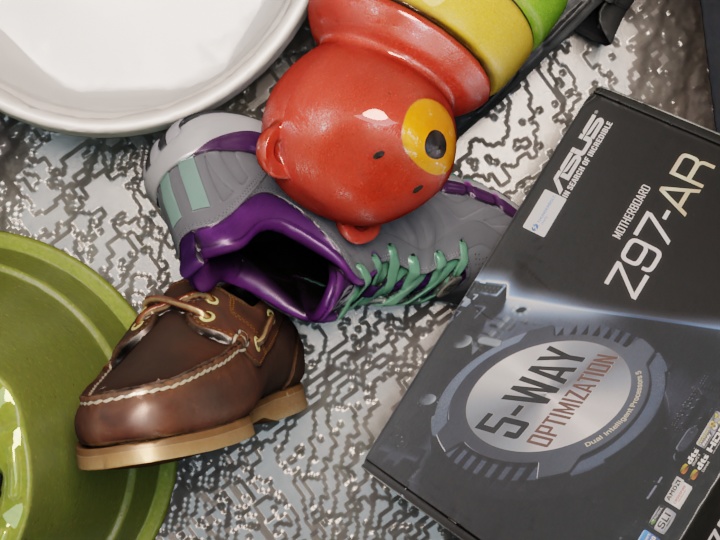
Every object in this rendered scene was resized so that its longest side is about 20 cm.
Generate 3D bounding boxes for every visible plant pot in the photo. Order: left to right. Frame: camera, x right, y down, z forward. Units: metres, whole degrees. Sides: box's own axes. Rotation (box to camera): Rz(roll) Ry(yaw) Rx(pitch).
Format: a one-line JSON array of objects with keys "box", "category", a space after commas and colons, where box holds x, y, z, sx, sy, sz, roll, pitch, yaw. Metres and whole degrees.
[{"box": [-0.184, 0.077, 0.779, 0.199, 0.190, 0.201, 0, 88, -1], "category": "plant pot"}]

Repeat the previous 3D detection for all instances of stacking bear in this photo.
[{"box": [0.029, -0.109, 0.751, 0.114, 0.121, 0.200, 17, 72, 40], "category": "stacking bear"}]

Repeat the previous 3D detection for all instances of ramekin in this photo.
[{"box": [-0.110, -0.157, 0.826, 0.199, 0.105, 0.201, 0, 89, -1], "category": "ramekin"}]

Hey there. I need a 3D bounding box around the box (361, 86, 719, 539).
[{"box": [0.112, 0.038, 0.770, 0.160, 0.044, 0.200, 31, 89, 45], "category": "box"}]

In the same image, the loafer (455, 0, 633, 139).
[{"box": [0.099, -0.137, 0.852, 0.200, 0.068, 0.070, -37, 110, -5], "category": "loafer"}]

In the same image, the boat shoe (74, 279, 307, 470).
[{"box": [-0.072, 0.039, 0.778, 0.070, 0.200, 0.071, -6, 93, 10], "category": "boat shoe"}]

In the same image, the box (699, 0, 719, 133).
[{"box": [0.230, -0.096, 0.762, 0.107, 0.148, 0.201, -26, 117, -30], "category": "box"}]

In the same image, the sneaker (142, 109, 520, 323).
[{"box": [0.000, 0.000, 0.802, 0.199, 0.088, 0.074, 13, 131, -28], "category": "sneaker"}]
